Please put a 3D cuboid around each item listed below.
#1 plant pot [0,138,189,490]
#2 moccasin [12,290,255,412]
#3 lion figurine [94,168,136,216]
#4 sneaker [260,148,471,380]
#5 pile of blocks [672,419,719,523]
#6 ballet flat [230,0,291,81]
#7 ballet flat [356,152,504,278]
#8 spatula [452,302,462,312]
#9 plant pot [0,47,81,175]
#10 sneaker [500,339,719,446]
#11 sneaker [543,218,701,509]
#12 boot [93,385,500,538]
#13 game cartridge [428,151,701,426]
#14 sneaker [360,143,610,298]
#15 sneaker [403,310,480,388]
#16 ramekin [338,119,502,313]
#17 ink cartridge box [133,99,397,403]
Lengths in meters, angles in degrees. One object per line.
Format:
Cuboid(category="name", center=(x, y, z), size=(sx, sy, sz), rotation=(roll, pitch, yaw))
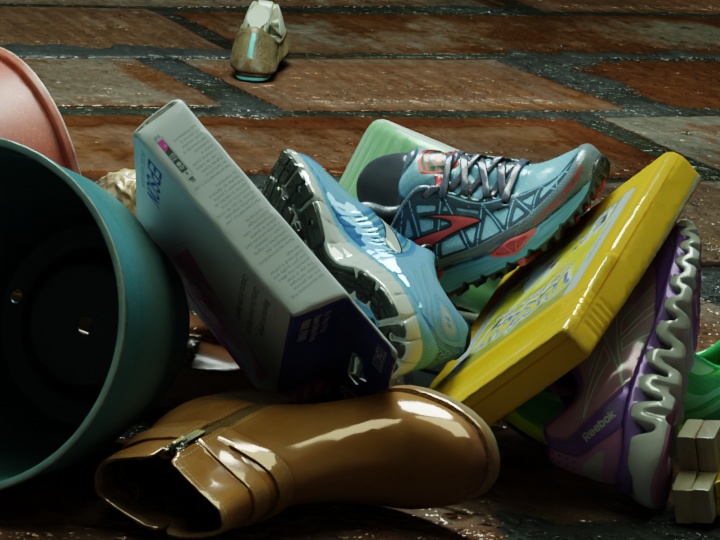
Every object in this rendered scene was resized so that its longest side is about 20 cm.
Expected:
Cuboid(category="plant pot", center=(-0.195, 0.028, 1.600), size=(0.199, 0.201, 0.188), rotation=(9, 0, 18))
Cuboid(category="moccasin", center=(-0.152, 0.043, 1.749), size=(0.200, 0.078, 0.074), rotation=(10, 11, 2))
Cuboid(category="lion figurine", center=(-0.205, -0.023, 1.896), size=(0.199, 0.123, 0.072), rotation=(13, 35, 41))
Cuboid(category="sneaker", center=(0.000, 0.000, 1.720), size=(0.090, 0.079, 0.200), rotation=(3, 38, -40))
Cuboid(category="pile of blocks", center=(0.271, 0.091, 1.626), size=(0.199, 0.062, 0.082), rotation=(-23, 26, -27))
Cuboid(category="ballet flat", center=(-0.112, -0.262, 3.031), size=(0.067, 0.073, 0.200), rotation=(6, 13, 4))
Cuboid(category="ballet flat", center=(0.087, -0.027, 1.831), size=(0.199, 0.073, 0.073), rotation=(21, 16, 7))
Cuboid(category="spatula", center=(0.075, 0.039, 1.869), size=(0.199, 0.021, 0.057), rotation=(27, 10, -13))
Cuboid(category="plant pot", center=(-0.316, -0.035, 1.824), size=(0.195, 0.202, 0.200), rotation=(-15, 23, -35))
Cuboid(category="sneaker", center=(0.170, 0.071, 1.741), size=(0.199, 0.084, 0.074), rotation=(-4, 16, -29))
Cuboid(category="sneaker", center=(0.160, 0.049, 1.664), size=(0.088, 0.081, 0.201), rotation=(6, 54, 15))
Cuboid(category="boot", center=(-0.037, 0.109, 1.531), size=(0.199, 0.077, 0.155), rotation=(13, 17, 26))
Cuboid(category="game cartridge", center=(0.112, 0.026, 1.669), size=(0.176, 0.032, 0.200), rotation=(-39, 8, 42))
Cuboid(category="sneaker", center=(0.065, -0.040, 1.746), size=(0.200, 0.096, 0.079), rotation=(-28, 11, 28))
Cuboid(category="sneaker", center=(0.129, 0.056, 1.815), size=(0.199, 0.071, 0.073), rotation=(3, 14, -6))
Cuboid(category="ramekin", center=(0.072, -0.033, 1.967), size=(0.199, 0.098, 0.200), rotation=(24, 3, -2))
Cuboid(category="ink cartridge box", center=(-0.062, 0.014, 1.634), size=(0.043, 0.200, 0.196), rotation=(-36, -13, -15))
